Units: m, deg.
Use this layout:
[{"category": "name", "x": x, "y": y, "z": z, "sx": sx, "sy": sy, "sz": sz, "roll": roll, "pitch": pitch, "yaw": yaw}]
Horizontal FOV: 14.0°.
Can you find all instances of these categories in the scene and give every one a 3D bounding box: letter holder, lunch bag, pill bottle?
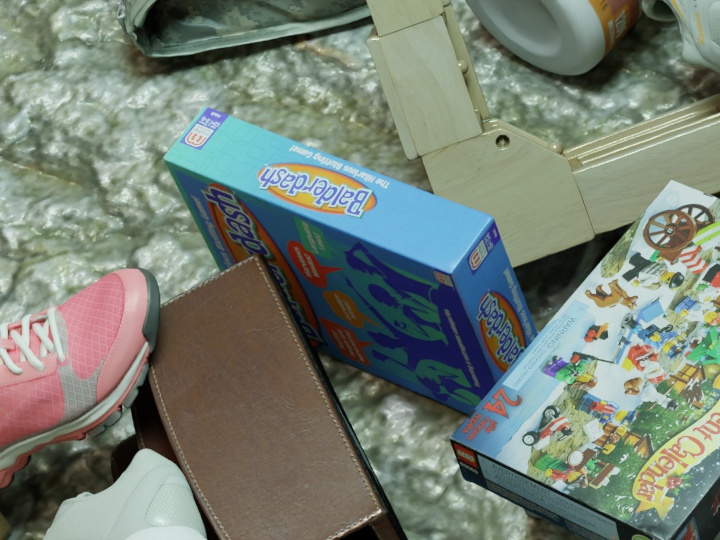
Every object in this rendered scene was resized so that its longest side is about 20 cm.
[{"category": "letter holder", "x": -0.068, "y": 0.116, "z": 1.583, "sx": 0.142, "sy": 0.101, "sz": 0.200, "roll": -27, "pitch": 49, "yaw": 0}, {"category": "lunch bag", "x": -0.067, "y": -0.232, "z": 1.852, "sx": 0.200, "sy": 0.118, "sz": 0.164, "roll": -18, "pitch": 49, "yaw": 13}, {"category": "pill bottle", "x": 0.156, "y": -0.220, "z": 1.762, "sx": 0.112, "sy": 0.112, "sz": 0.200, "roll": 29, "pitch": 67, "yaw": 35}]

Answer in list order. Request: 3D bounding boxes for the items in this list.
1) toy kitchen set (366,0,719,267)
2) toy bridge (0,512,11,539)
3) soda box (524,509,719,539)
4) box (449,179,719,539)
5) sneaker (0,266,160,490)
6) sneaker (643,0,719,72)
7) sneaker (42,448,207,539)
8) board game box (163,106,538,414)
[{"category": "toy kitchen set", "x": 0.104, "y": -0.124, "z": 1.682, "sx": 0.180, "sy": 0.200, "sz": 0.163, "roll": -20, "pitch": 7, "yaw": 4}, {"category": "toy bridge", "x": -0.229, "y": 0.135, "z": 1.671, "sx": 0.067, "sy": 0.027, "sz": 0.200, "roll": 23, "pitch": 64, "yaw": 36}, {"category": "soda box", "x": 0.176, "y": 0.109, "z": 1.522, "sx": 0.200, "sy": 0.068, "sz": 0.063, "roll": 14, "pitch": 59, "yaw": 27}, {"category": "box", "x": 0.160, "y": 0.052, "z": 1.503, "sx": 0.137, "sy": 0.038, "sz": 0.200, "roll": 24, "pitch": 60, "yaw": 34}, {"category": "sneaker", "x": -0.194, "y": 0.061, "z": 1.600, "sx": 0.200, "sy": 0.087, "sz": 0.074, "roll": -38, "pitch": 42, "yaw": 21}, {"category": "sneaker", "x": 0.175, "y": -0.195, "z": 1.653, "sx": 0.076, "sy": 0.092, "sz": 0.200, "roll": 4, "pitch": 46, "yaw": -27}, {"category": "sneaker", "x": -0.151, "y": 0.172, "z": 1.554, "sx": 0.200, "sy": 0.076, "sz": 0.092, "roll": -37, "pitch": 44, "yaw": 25}, {"category": "board game box", "x": 0.000, "y": 0.000, "z": 1.616, "sx": 0.200, "sy": 0.152, "sz": 0.045, "roll": 22, "pitch": 63, "yaw": 33}]
